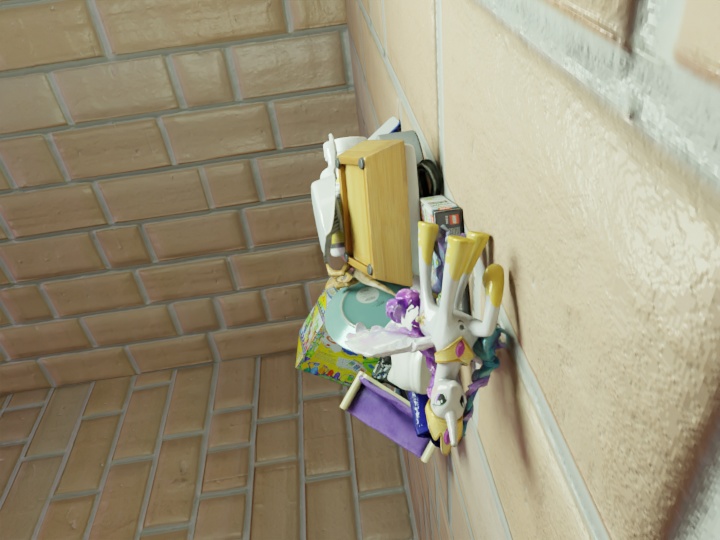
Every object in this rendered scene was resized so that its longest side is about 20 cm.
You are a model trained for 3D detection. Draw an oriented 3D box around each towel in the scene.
[{"bbox_3d":[0.114,0.189,0.952,0.148,0.049,0.202,47,-152,-57],"label":"towel"}]

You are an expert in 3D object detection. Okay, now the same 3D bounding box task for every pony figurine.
[{"bbox_3d":[0.079,0.057,0.575,0.193,0.164,0.203,-130,46,-74],"label":"pony figurine"}]

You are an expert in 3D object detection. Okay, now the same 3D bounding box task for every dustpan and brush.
[{"bbox_3d":[-0.052,-0.128,0.918,0.140,0.056,0.203,107,151,-75],"label":"dustpan and brush"}]

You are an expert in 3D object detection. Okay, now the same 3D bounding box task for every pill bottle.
[{"bbox_3d":[-0.013,-0.131,1.011,0.111,0.110,0.203,-119,21,-87],"label":"pill bottle"}]

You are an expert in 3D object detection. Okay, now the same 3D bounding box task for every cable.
[{"bbox_3d":[0.088,-0.071,0.830,0.097,0.050,0.201,53,161,20],"label":"cable"}]

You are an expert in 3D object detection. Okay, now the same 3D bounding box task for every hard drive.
[{"bbox_3d":[0.028,-0.249,1.233,0.025,0.132,0.200,45,175,5],"label":"hard drive"}]

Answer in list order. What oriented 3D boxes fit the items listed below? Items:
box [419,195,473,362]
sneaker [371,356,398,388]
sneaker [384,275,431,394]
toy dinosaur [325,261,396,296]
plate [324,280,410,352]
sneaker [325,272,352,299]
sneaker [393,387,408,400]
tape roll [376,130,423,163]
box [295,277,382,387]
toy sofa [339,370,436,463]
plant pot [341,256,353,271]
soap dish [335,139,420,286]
[{"bbox_3d":[0.113,0.009,0.742,0.110,0.034,0.203,-102,4,-75],"label":"box"},{"bbox_3d":[0.046,0.156,1.121,0.200,0.112,0.073,47,177,-6],"label":"sneaker"},{"bbox_3d":[0.074,0.079,0.848,0.075,0.088,0.203,12,-96,-50],"label":"sneaker"},{"bbox_3d":[0.000,0.000,0.949,0.200,0.105,0.061,-93,-17,-69],"label":"toy dinosaur"},{"bbox_3d":[0.034,0.061,0.951,0.201,0.197,0.026,-99,-3,-50],"label":"plate"},{"bbox_3d":[0.017,0.082,1.042,0.200,0.075,0.088,52,-177,36],"label":"sneaker"},{"bbox_3d":[0.117,0.209,1.240,0.146,0.076,0.205,120,151,-75],"label":"sneaker"},{"bbox_3d":[0.073,-0.141,0.993,0.200,0.065,0.203,171,90,-89],"label":"tape roll"},{"bbox_3d":[-0.014,0.146,1.252,0.194,0.198,0.123,-57,19,30],"label":"box"},{"bbox_3d":[0.063,0.283,1.089,0.083,0.199,0.098,-58,-10,-7],"label":"toy sofa"},{"bbox_3d":[0.027,-0.070,1.245,0.201,0.198,0.181,-100,-13,-63],"label":"plant pot"},{"bbox_3d":[0.024,-0.087,0.822,0.157,0.080,0.203,-148,51,-67],"label":"soap dish"}]
